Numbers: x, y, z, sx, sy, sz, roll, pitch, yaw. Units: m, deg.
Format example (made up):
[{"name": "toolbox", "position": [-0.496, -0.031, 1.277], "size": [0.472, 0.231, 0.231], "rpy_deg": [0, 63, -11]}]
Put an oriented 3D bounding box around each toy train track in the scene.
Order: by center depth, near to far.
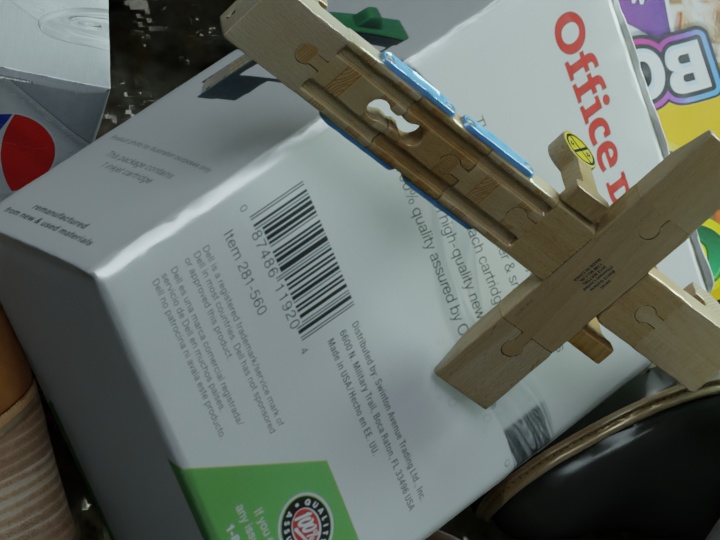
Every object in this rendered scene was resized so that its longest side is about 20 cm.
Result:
[{"name": "toy train track", "position": [0.038, -0.029, 0.834], "size": [0.200, 0.115, 0.033], "rpy_deg": [36, 25, -30]}]

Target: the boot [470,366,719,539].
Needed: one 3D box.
[{"name": "boot", "position": [0.148, 0.101, 0.996], "size": [0.199, 0.078, 0.139], "rpy_deg": [-13, 70, -25]}]

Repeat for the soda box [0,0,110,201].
[{"name": "soda box", "position": [-0.125, -0.102, 0.983], "size": [0.063, 0.069, 0.201], "rpy_deg": [11, 38, -14]}]

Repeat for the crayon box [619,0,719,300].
[{"name": "crayon box", "position": [0.074, -0.074, 1.022], "size": [0.199, 0.058, 0.174], "rpy_deg": [6, 85, -6]}]

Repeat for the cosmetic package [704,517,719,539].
[{"name": "cosmetic package", "position": [0.177, 0.177, 0.868], "size": [0.199, 0.200, 0.123], "rpy_deg": [33, 98, 2]}]

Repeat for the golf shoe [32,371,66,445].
[{"name": "golf shoe", "position": [-0.101, 0.010, 0.957], "size": [0.199, 0.073, 0.093], "rpy_deg": [10, 56, -14]}]

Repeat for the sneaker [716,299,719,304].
[{"name": "sneaker", "position": [0.194, 0.048, 0.954], "size": [0.199, 0.078, 0.090], "rpy_deg": [18, 61, -42]}]

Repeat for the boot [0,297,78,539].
[{"name": "boot", "position": [-0.193, 0.051, 0.847], "size": [0.199, 0.077, 0.156], "rpy_deg": [-25, 102, -16]}]

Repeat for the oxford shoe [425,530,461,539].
[{"name": "oxford shoe", "position": [-0.035, 0.151, 0.912], "size": [0.199, 0.072, 0.073], "rpy_deg": [-31, 41, -25]}]

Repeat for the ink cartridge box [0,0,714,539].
[{"name": "ink cartridge box", "position": [0.000, 0.000, 0.891], "size": [0.200, 0.084, 0.147], "rpy_deg": [-35, 120, -25]}]
